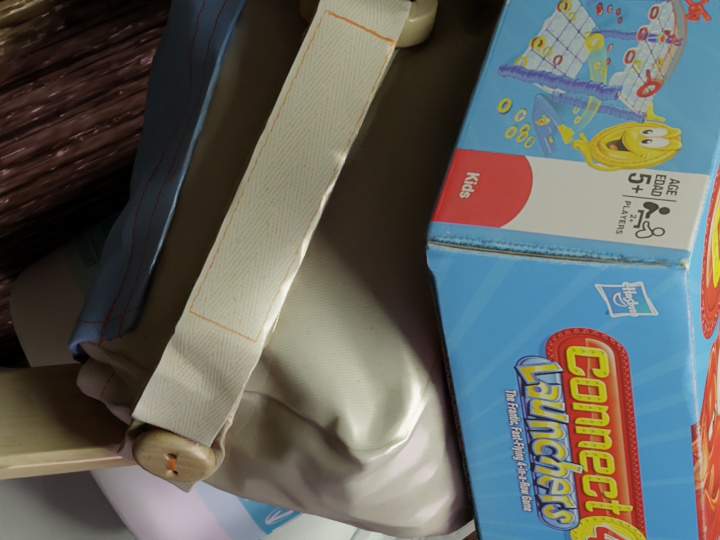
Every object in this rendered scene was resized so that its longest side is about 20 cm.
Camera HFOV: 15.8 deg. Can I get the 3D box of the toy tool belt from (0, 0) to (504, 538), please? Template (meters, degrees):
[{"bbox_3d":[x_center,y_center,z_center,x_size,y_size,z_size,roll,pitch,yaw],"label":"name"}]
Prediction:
[{"bbox_3d":[-0.018,-0.036,0.629,0.122,0.201,0.125,6,155,17],"label":"toy tool belt"}]

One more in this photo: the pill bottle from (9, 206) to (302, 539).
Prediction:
[{"bbox_3d":[0.000,0.000,0.806,0.199,0.111,0.111,-32,167,-1],"label":"pill bottle"}]

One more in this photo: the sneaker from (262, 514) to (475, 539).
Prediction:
[{"bbox_3d":[-0.015,0.087,0.874,0.200,0.087,0.075,-50,155,-8],"label":"sneaker"}]

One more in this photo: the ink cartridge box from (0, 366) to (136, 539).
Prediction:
[{"bbox_3d":[-0.143,0.129,0.916,0.066,0.116,0.200,5,149,-26],"label":"ink cartridge box"}]

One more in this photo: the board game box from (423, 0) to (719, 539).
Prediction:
[{"bbox_3d":[0.077,-0.011,0.641,0.196,0.056,0.201,78,24,-48],"label":"board game box"}]
